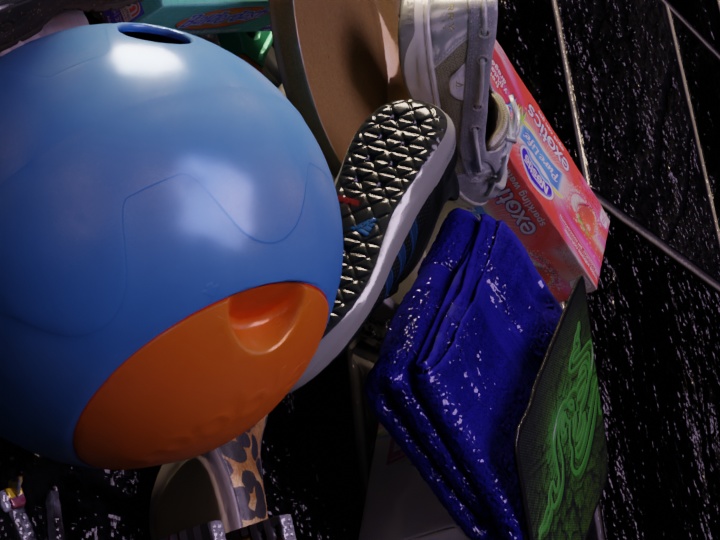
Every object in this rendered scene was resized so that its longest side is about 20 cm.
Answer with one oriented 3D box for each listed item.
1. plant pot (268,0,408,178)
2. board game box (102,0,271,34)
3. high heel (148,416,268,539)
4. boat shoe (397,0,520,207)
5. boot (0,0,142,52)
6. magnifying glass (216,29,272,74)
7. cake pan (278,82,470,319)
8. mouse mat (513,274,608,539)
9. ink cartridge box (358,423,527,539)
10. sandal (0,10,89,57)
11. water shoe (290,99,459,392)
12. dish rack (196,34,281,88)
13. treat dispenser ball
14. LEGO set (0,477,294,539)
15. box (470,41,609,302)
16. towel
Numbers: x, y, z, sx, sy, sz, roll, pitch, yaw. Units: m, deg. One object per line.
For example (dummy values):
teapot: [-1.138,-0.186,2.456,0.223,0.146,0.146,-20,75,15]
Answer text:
plant pot: [-0.009,-0.139,0.891,0.200,0.027,0.201,-7,90,-68]
board game box: [-0.117,-0.234,0.853,0.152,0.045,0.201,-19,85,-56]
high heel: [-0.052,0.105,0.808,0.142,0.071,0.201,2,60,-51]
boat shoe: [0.074,-0.108,0.961,0.202,0.064,0.075,65,26,-54]
boot: [-0.127,-0.184,0.670,0.068,0.131,0.200,30,36,11]
magnifying glass: [-0.072,-0.144,0.913,0.079,0.022,0.201,32,45,-45]
cake pan: [0.007,-0.055,0.965,0.200,0.037,0.201,37,42,-42]
mouse mat: [0.131,0.116,0.940,0.200,0.007,0.162,-58,142,-55]
ink cartridge box: [0.081,0.140,0.989,0.145,0.084,0.201,46,38,-31]
sandal: [-0.228,-0.106,0.697,0.206,0.059,0.079,-20,81,-38]
water shoe: [0.000,0.000,0.810,0.200,0.071,0.079,-54,147,-20]
dish rack: [-0.082,-0.078,0.915,0.200,0.043,0.172,49,34,-29]
treat dispenser ball: [-0.108,-0.011,0.673,0.201,0.200,0.202,36,42,-42]
LEGO set: [-0.090,0.177,0.640,0.200,0.116,0.155,20,54,-50]
box: [0.098,-0.069,1.139,0.200,0.102,0.095,54,33,-24]
towel: [0.081,0.061,0.916,0.148,0.049,0.200,52,34,-16]
